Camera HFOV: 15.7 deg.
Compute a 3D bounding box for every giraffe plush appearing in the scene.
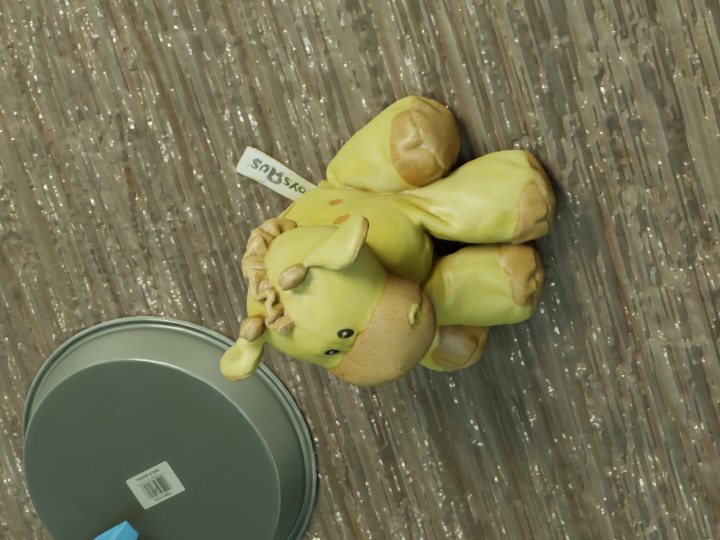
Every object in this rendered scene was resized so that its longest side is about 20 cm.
[{"bbox_3d":[0.000,0.000,1.501,0.200,0.162,0.173,14,117,9],"label":"giraffe plush"}]

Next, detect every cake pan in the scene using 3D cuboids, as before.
[{"bbox_3d":[-0.128,0.127,1.666,0.200,0.037,0.200,6,115,13],"label":"cake pan"}]

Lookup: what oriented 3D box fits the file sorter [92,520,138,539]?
[{"bbox_3d":[-0.197,0.278,1.670,0.123,0.139,0.200,47,135,-12],"label":"file sorter"}]
